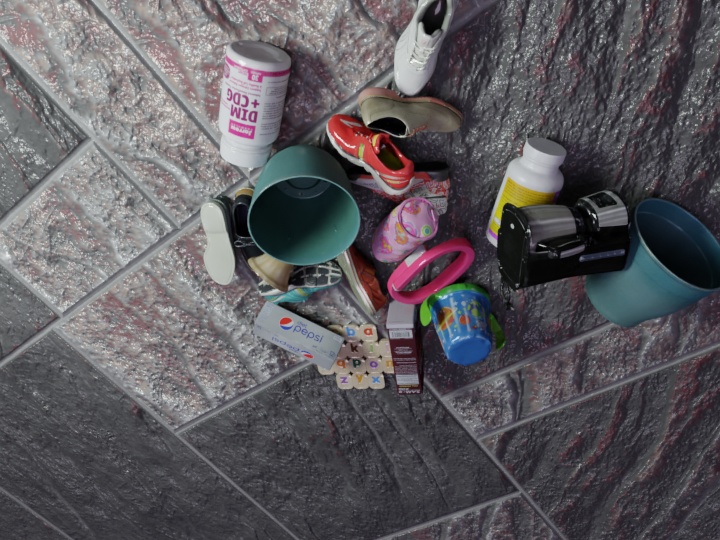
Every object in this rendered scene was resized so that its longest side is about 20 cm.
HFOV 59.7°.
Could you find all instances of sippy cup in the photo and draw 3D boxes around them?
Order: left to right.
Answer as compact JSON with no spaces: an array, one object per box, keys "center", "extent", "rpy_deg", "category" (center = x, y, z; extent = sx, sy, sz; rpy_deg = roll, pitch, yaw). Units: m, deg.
[{"center":[0.215,0.119,1.304],"extent":[0.176,0.131,0.140],"rpy_deg":[-8,134,2],"category":"sippy cup"}]

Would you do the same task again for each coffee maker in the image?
[{"center":[0.350,-0.041,1.101],"extent":[0.198,0.135,0.193],"rpy_deg":[-8,146,-10],"category":"coffee maker"}]

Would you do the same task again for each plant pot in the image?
[{"center":[-0.105,-0.137,1.166],"extent":[0.199,0.162,0.202],"rpy_deg":[-3,132,-3],"category":"plant pot"},{"center":[0.530,0.004,1.162],"extent":[0.199,0.201,0.188],"rpy_deg":[24,139,-7],"category":"plant pot"}]

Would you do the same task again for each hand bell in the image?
[{"center":[-0.129,-0.065,1.284],"extent":[0.104,0.104,0.200],"rpy_deg":[38,97,-15],"category":"hand bell"}]

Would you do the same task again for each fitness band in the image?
[{"center":[0.143,0.003,1.270],"extent":[0.143,0.038,0.200],"rpy_deg":[10,137,-41],"category":"fitness band"}]

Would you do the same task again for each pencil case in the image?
[{"center":[0.081,-0.073,1.186],"extent":[0.087,0.088,0.200],"rpy_deg":[25,163,-7],"category":"pencil case"}]

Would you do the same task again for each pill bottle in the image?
[{"center":[-0.195,-0.296,1.129],"extent":[0.113,0.114,0.201],"rpy_deg":[15,125,0],"category":"pill bottle"},{"center":[0.307,-0.136,1.151],"extent":[0.103,0.105,0.201],"rpy_deg":[13,125,1],"category":"pill bottle"}]

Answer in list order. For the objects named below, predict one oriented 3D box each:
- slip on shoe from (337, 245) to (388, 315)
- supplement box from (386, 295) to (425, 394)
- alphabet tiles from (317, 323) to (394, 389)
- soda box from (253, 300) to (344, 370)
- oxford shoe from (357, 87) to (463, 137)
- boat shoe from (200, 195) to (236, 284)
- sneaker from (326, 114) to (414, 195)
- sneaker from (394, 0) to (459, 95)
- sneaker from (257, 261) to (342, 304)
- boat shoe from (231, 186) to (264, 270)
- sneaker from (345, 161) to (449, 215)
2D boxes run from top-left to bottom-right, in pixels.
[{"center":[0.000,0.000,1.328],"extent":[0.061,0.074,0.201],"rpy_deg":[-32,111,-11],"category":"slip on shoe"},{"center":[0.103,0.165,1.385],"extent":[0.060,0.109,0.201],"rpy_deg":[-3,124,11],"category":"supplement box"},{"center":[-0.009,0.205,1.488],"extent":[0.198,0.015,0.197],"rpy_deg":[-3,123,12],"category":"alphabet tiles"},{"center":[-0.141,0.148,1.421],"extent":[0.199,0.064,0.068],"rpy_deg":[26,149,0],"category":"soda box"},{"center":[0.090,-0.260,1.098],"extent":[0.199,0.074,0.071],"rpy_deg":[4,155,-18],"category":"oxford shoe"},{"center":[-0.292,-0.063,1.331],"extent":[0.072,0.062,0.201],"rpy_deg":[7,123,12],"category":"boat shoe"},{"center":[0.024,-0.225,1.124],"extent":[0.200,0.077,0.085],"rpy_deg":[41,157,12],"category":"sneaker"},{"center":[0.101,-0.378,1.030],"extent":[0.077,0.100,0.201],"rpy_deg":[17,125,-2],"category":"sneaker"},{"center":[-0.126,0.028,1.370],"extent":[0.199,0.078,0.080],"rpy_deg":[-11,140,22],"category":"sneaker"},{"center":[-0.231,-0.075,1.314],"extent":[0.074,0.062,0.201],"rpy_deg":[2,125,7],"category":"boat shoe"},{"center":[0.072,-0.148,1.208],"extent":[0.200,0.067,0.109],"rpy_deg":[-1,121,7],"category":"sneaker"}]
